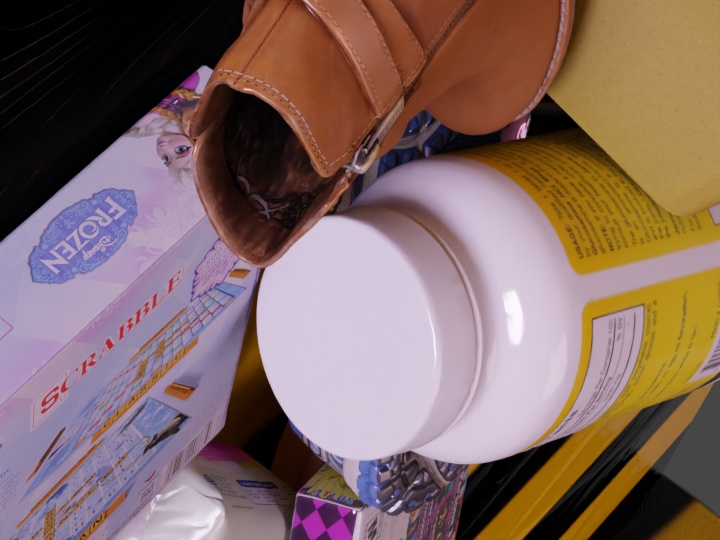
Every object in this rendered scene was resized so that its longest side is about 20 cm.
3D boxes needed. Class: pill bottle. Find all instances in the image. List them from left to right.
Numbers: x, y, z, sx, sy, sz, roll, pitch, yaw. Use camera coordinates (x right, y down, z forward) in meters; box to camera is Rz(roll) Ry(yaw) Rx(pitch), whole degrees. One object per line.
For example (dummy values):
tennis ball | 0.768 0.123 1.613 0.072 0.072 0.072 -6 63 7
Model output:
pill bottle | 0.060 0.008 0.824 0.200 0.112 0.113 -13 141 -47

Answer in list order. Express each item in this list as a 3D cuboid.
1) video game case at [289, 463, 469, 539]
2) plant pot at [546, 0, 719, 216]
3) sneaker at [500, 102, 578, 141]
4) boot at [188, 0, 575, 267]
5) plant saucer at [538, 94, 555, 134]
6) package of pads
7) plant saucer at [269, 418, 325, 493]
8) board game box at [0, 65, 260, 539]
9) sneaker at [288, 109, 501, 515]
video game case | 0.003 0.162 1.050 0.181 0.036 0.201 -40 143 -62
plant pot | 0.144 -0.140 0.802 0.200 0.200 0.176 -36 170 -50
sneaker | 0.119 -0.041 1.015 0.199 0.070 0.082 2 139 -38
boot | 0.008 -0.060 0.683 0.200 0.076 0.156 88 24 -62
plant saucer | 0.138 -0.119 1.092 0.200 0.037 0.201 -43 156 -25
package of pads | -0.112 0.163 0.951 0.200 0.068 0.154 -53 165 3
plant saucer | -0.004 0.119 1.118 0.200 0.037 0.201 16 90 -73
board game box | -0.111 0.057 0.736 0.200 0.041 0.200 -45 165 -32
sneaker | 0.000 0.000 0.912 0.077 0.085 0.201 -17 123 -44
